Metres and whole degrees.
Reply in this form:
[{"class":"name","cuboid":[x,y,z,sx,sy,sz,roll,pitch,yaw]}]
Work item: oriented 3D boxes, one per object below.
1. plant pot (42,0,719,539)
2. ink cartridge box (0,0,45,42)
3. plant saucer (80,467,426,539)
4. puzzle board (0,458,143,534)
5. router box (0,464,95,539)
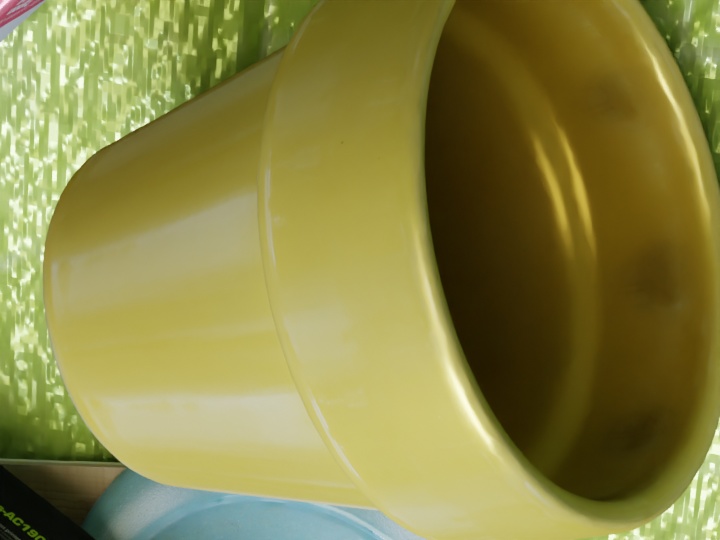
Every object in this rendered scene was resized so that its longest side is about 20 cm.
[{"class":"plant pot","cuboid":[0.000,0.000,0.934,0.188,0.201,0.201,-11,106,34]},{"class":"ink cartridge box","cuboid":[-0.209,-0.115,1.002,0.200,0.083,0.145,-39,96,24]},{"class":"plant saucer","cuboid":[-0.028,0.155,1.063,0.199,0.027,0.201,5,109,14]},{"class":"puzzle board","cuboid":[-0.083,0.147,1.099,0.199,0.017,0.151,0,108,15]},{"class":"router box","cuboid":[-0.140,0.171,1.060,0.200,0.062,0.150,36,124,18]}]
